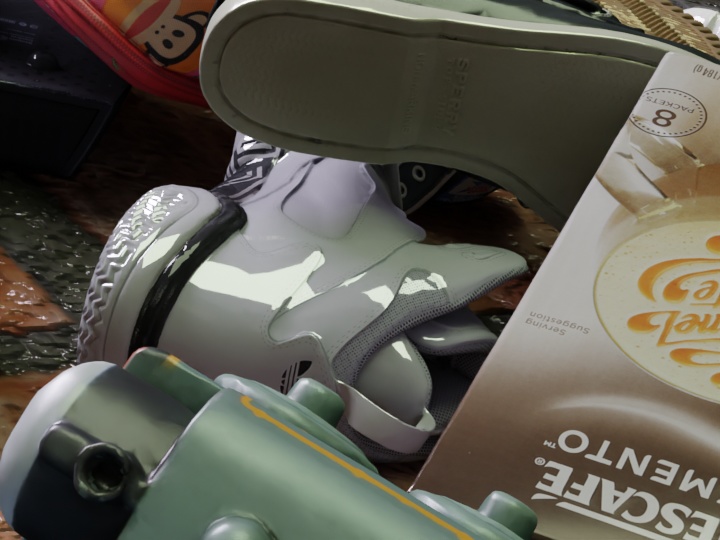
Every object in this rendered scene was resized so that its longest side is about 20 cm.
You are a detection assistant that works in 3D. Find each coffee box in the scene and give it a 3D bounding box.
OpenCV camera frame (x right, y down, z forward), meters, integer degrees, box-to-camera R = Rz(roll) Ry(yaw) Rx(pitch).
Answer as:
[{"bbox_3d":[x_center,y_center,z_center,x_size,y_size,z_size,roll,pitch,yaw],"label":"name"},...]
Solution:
[{"bbox_3d":[0.098,0.040,0.745,0.114,0.080,0.200,18,43,15],"label":"coffee box"}]

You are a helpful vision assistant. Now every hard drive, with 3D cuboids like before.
[{"bbox_3d":[-0.146,-0.093,1.052,0.135,0.042,0.200,11,23,-5],"label":"hard drive"}]

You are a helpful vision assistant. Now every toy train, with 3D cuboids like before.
[{"bbox_3d":[0.011,0.083,0.601,0.200,0.085,0.114,32,-6,11],"label":"toy train"}]

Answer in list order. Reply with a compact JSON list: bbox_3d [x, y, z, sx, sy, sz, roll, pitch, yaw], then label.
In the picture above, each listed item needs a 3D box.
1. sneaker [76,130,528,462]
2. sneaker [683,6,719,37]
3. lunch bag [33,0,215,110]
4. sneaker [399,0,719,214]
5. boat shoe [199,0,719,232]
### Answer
[{"bbox_3d":[0.000,0.000,0.879,0.115,0.075,0.200,20,28,13],"label":"sneaker"},{"bbox_3d":[0.179,-0.015,1.039,0.200,0.074,0.080,31,67,18],"label":"sneaker"},{"bbox_3d":[-0.083,-0.146,1.015,0.200,0.082,0.176,52,17,20],"label":"lunch bag"},{"bbox_3d":[0.063,-0.051,0.984,0.070,0.109,0.200,-1,28,-27],"label":"sneaker"},{"bbox_3d":[0.049,-0.058,0.857,0.199,0.075,0.066,9,34,-7],"label":"boat shoe"}]
